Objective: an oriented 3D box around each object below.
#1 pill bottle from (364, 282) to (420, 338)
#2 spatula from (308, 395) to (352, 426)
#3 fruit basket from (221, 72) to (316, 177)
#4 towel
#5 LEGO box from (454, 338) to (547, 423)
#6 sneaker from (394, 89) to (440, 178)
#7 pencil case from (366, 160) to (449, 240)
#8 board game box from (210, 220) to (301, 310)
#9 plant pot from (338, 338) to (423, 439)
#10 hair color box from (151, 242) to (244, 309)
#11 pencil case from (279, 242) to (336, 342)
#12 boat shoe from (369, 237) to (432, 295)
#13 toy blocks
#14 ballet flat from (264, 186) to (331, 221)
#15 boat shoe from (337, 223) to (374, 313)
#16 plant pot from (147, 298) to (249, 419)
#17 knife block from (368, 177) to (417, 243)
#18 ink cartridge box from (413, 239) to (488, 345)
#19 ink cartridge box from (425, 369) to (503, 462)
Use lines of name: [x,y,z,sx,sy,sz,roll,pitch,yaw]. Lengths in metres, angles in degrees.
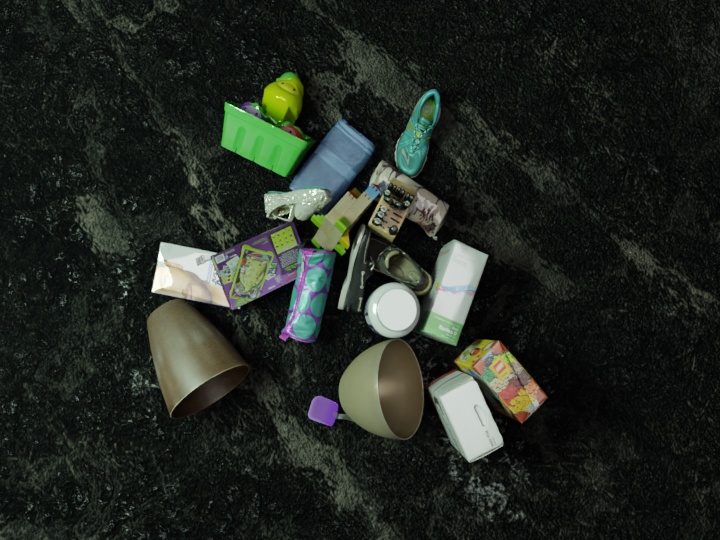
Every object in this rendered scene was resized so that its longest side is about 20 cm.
pill bottle: [0.067,0.084,1.425,0.108,0.200,0.115,0,86,-3]
spatula: [-0.017,0.325,1.492,0.195,0.021,0.058,17,97,-4]
fruit basket: [-0.185,-0.333,1.478,0.209,0.156,0.222,1,102,4]
towel: [-0.063,-0.228,1.517,0.111,0.049,0.201,38,84,0]
LEGO box: [0.288,0.225,1.427,0.077,0.200,0.149,-41,88,-6]
sneaker: [0.129,-0.309,1.517,0.076,0.080,0.205,17,86,-2]
pencil case: [0.105,-0.153,1.506,0.197,0.078,0.091,33,97,0]
board game box: [-0.210,-0.013,1.457,0.197,0.032,0.123,-26,99,-26]
plant pot: [0.032,0.253,1.434,0.132,0.199,0.207,-11,86,31]
hair color box: [-0.342,0.013,1.477,0.194,0.065,0.113,10,86,-1]
pencil case: [-0.113,0.050,1.458,0.084,0.091,0.206,17,98,38]
boat shoe: [0.071,-0.022,1.467,0.198,0.065,0.074,31,79,27]
toy blocks: [-0.028,-0.120,1.453,0.100,0.200,0.137,42,70,-1]
ballet flat: [-0.135,-0.136,1.452,0.071,0.197,0.074,-1,92,-44]
boat shoe: [0.000,0.000,1.464,0.059,0.074,0.205,14,111,-2]
plant pot: [-0.358,0.168,1.421,0.185,0.187,0.202,-33,74,-5]
knife block: [0.052,-0.098,1.398,0.063,0.202,0.177,28,44,1]
ink cartridge box: [0.189,0.049,1.461,0.085,0.145,0.205,20,85,-3]
ink cartridge box: [0.211,0.297,1.418,0.081,0.200,0.150,-25,87,-4]
